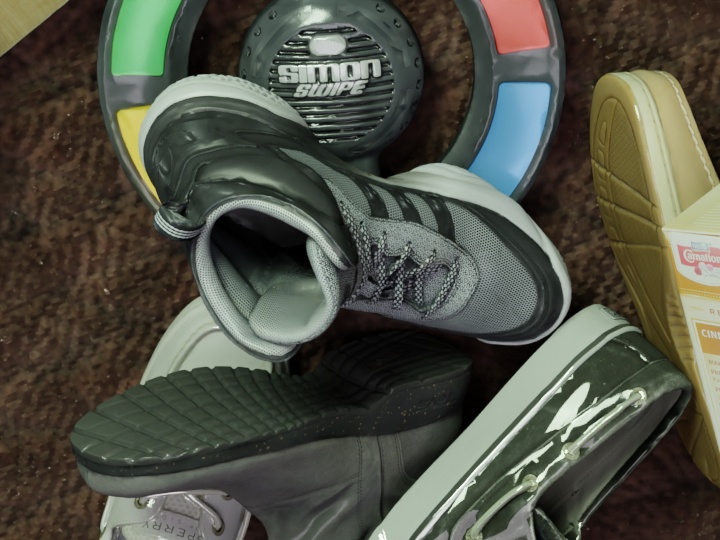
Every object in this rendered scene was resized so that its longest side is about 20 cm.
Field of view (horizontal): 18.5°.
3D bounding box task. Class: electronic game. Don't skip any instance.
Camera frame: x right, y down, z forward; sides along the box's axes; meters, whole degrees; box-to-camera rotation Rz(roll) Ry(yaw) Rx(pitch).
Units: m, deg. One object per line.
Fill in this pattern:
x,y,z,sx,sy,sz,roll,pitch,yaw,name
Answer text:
-0.012,-0.083,0.938,0.199,0.042,0.201,0,113,1,electronic game

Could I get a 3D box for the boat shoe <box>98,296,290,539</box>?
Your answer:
-0.080,0.108,1.006,0.070,0.069,0.201,16,112,-4,boat shoe

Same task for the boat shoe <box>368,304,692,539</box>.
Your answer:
0.063,0.109,0.960,0.200,0.064,0.071,-52,148,7,boat shoe

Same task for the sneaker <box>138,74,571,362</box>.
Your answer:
0.000,0.000,0.897,0.199,0.114,0.076,25,117,-17,sneaker

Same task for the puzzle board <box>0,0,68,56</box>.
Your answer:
-0.190,-0.182,0.898,0.150,0.017,0.200,-34,109,26,puzzle board

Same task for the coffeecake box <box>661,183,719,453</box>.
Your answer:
0.219,0.039,0.928,0.073,0.153,0.201,8,124,47,coffeecake box

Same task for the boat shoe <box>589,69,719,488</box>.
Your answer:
0.155,-0.002,0.963,0.069,0.074,0.201,-23,113,-10,boat shoe

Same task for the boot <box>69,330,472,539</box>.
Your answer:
-0.033,0.109,0.966,0.199,0.070,0.132,-8,115,-31,boot
